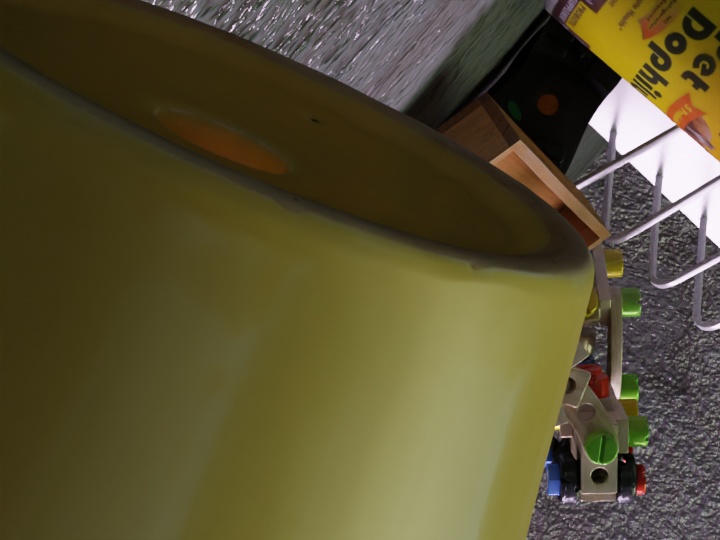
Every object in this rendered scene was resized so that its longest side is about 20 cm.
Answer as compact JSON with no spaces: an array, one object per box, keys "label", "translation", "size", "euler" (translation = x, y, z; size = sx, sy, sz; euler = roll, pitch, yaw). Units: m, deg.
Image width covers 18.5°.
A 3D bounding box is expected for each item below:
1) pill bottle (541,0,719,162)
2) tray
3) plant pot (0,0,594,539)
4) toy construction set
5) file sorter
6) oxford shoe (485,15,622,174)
[{"label":"pill bottle","translation":[0.199,-0.118,1.154],"size":[0.109,0.200,0.109],"euler":[-48,175,-6]},{"label":"tray","translation":[0.064,-0.027,1.192],"size":[0.099,0.037,0.200],"euler":[-36,159,8]},{"label":"plant pot","translation":[-0.056,0.054,0.399],"size":[0.189,0.201,0.201],"euler":[-66,171,13]},{"label":"toy construction set","translation":[0.128,0.063,1.297],"size":[0.200,0.092,0.131],"euler":[-36,126,-72]},{"label":"file sorter","translation":[0.227,-0.053,1.355],"size":[0.139,0.200,0.125],"euler":[-31,-150,35]},{"label":"oxford shoe","translation":[0.095,-0.080,1.313],"size":[0.200,0.073,0.084],"euler":[-47,180,-5]}]
